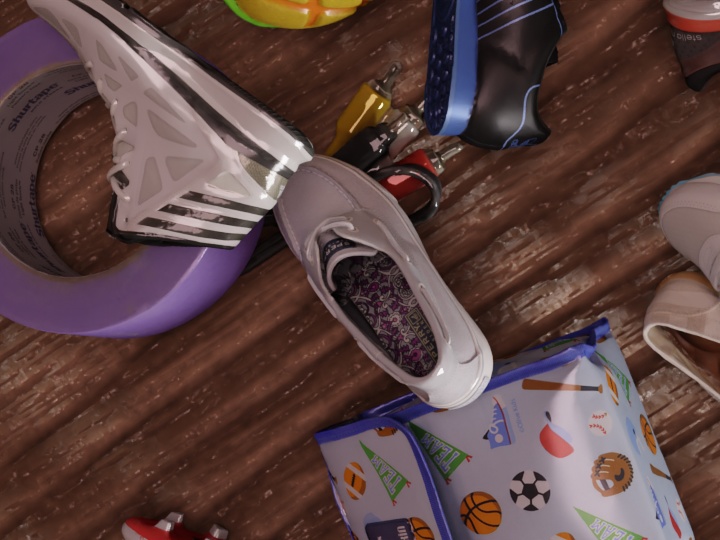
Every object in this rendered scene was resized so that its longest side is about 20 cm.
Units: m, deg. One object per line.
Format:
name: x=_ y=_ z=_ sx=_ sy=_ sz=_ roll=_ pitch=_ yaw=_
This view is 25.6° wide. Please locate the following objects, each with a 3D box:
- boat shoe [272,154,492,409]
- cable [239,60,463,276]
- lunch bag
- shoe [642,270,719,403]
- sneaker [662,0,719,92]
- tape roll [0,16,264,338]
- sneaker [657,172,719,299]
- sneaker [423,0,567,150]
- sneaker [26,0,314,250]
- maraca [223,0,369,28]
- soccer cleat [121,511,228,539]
boat shoe: x=0.000 y=0.000 z=0.941 sx=0.072 sy=0.069 sz=0.200 roll=-38 pitch=62 yaw=13
cable: x=-0.023 y=-0.042 z=1.031 sx=0.200 sy=0.050 sz=0.097 roll=-37 pitch=86 yaw=16
lunch bag: x=0.085 y=0.145 z=0.983 sx=0.200 sy=0.124 sz=0.170 roll=-21 pitch=89 yaw=20
shoe: x=0.258 y=0.080 z=0.983 sx=0.200 sy=0.053 sz=0.070 roll=38 pitch=124 yaw=8
sneaker: x=0.290 y=-0.154 z=0.986 sx=0.200 sy=0.077 sz=0.082 roll=-6 pitch=118 yaw=7
tape roll: x=-0.164 y=-0.058 z=1.000 sx=0.200 sy=0.085 sz=0.200 roll=-1 pitch=86 yaw=14
sneaker: x=0.250 y=0.016 z=0.933 sx=0.081 sy=0.077 sz=0.200 roll=-38 pitch=61 yaw=-22
sneaker: x=0.091 y=-0.175 z=1.001 sx=0.078 sy=0.070 sz=0.200 roll=9 pitch=86 yaw=-17
sneaker: x=-0.136 y=-0.084 z=0.913 sx=0.200 sy=0.076 sz=0.115 roll=37 pitch=93 yaw=12
maraca: x=-0.009 y=-0.231 z=0.972 sx=0.200 sy=0.137 sz=0.107 roll=-46 pitch=60 yaw=12
soccer cleat: x=-0.076 y=0.230 z=1.028 sx=0.200 sy=0.069 sz=0.085 roll=30 pitch=91 yaw=-1
